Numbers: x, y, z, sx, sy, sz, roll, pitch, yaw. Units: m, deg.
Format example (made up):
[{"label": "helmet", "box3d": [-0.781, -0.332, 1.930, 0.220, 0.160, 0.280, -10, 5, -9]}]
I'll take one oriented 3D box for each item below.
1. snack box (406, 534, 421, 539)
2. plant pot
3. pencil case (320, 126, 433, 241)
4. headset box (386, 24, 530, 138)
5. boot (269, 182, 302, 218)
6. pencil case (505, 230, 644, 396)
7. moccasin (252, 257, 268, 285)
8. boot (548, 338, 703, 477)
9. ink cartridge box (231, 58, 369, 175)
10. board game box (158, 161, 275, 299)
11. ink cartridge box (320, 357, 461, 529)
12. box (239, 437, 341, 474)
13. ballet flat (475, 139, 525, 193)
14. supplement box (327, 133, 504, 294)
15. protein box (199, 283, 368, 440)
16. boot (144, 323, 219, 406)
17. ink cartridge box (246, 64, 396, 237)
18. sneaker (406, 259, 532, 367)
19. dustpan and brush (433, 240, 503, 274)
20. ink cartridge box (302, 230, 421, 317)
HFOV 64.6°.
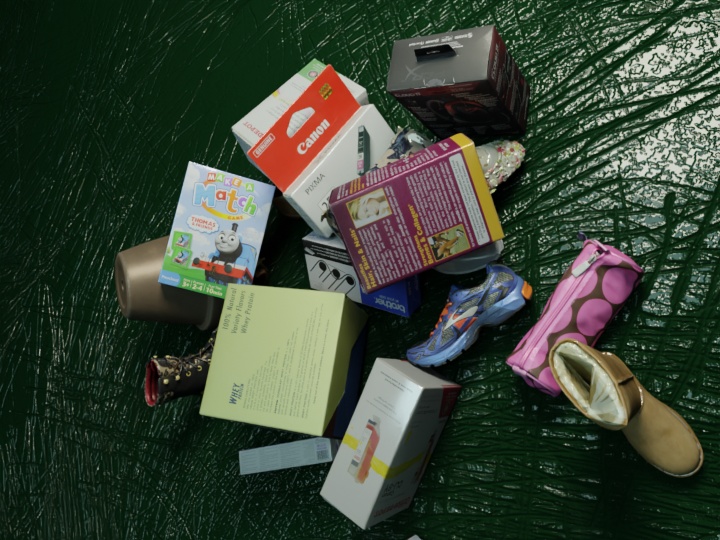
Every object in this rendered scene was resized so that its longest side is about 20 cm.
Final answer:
[{"label": "snack box", "box3d": [0.104, 0.487, 0.760, 0.199, 0.053, 0.144, 35, 99, 33]}, {"label": "plant pot", "box3d": [-0.341, 0.014, 1.022, 0.199, 0.171, 0.206, 15, 108, 55]}, {"label": "pencil case", "box3d": [0.030, -0.126, 0.869, 0.089, 0.078, 0.200, 37, 74, 24]}, {"label": "headset box", "box3d": [0.138, -0.258, 0.796, 0.146, 0.199, 0.077, 5, 83, 33]}, {"label": "boot", "box3d": [-0.075, -0.129, 0.982, 0.196, 0.075, 0.076, -3, 74, 29]}, {"label": "pencil case", "box3d": [0.263, 0.059, 0.718, 0.090, 0.093, 0.203, 35, 100, 33]}, {"label": "moccasin", "box3d": [-0.196, 0.014, 1.033, 0.076, 0.074, 0.205, -20, 69, 5]}, {"label": "boot", "box3d": [0.289, 0.156, 0.618, 0.066, 0.199, 0.176, -48, 60, 14]}, {"label": "ink cartridge box", "box3d": [-0.096, -0.243, 0.965, 0.200, 0.088, 0.145, -43, 58, -15]}, {"label": "board game box", "box3d": [-0.237, -0.061, 0.949, 0.148, 0.037, 0.205, 14, 84, -11]}, {"label": "ink cartridge box", "box3d": [0.046, 0.234, 0.793, 0.082, 0.144, 0.204, 26, 95, 31]}, {"label": "box", "box3d": [-0.117, 0.306, 0.944, 0.197, 0.038, 0.042, -20, 69, 28]}, {"label": "ballet flat", "box3d": [0.144, -0.132, 0.813, 0.198, 0.064, 0.076, -34, 50, 7]}, {"label": "supplement box", "box3d": [0.071, -0.076, 0.752, 0.196, 0.104, 0.133, -21, 108, 7]}, {"label": "protein box", "box3d": [-0.109, 0.141, 0.875, 0.195, 0.135, 0.204, 4, 73, 19]}, {"label": "boot", "box3d": [-0.283, 0.155, 0.985, 0.074, 0.148, 0.202, 53, 130, 30]}, {"label": "ink cartridge box", "box3d": [-0.049, -0.186, 0.886, 0.201, 0.174, 0.043, -49, 28, -11]}, {"label": "sneaker", "box3d": [0.141, 0.061, 0.799, 0.199, 0.075, 0.079, -39, 87, 11]}, {"label": "dustpan and brush", "box3d": [0.114, -0.042, 0.861, 0.196, 0.057, 0.142, -19, 58, 19]}, {"label": "ink cartridge box", "box3d": [0.000, 0.000, 0.899, 0.197, 0.044, 0.096, 15, 127, 33]}]
